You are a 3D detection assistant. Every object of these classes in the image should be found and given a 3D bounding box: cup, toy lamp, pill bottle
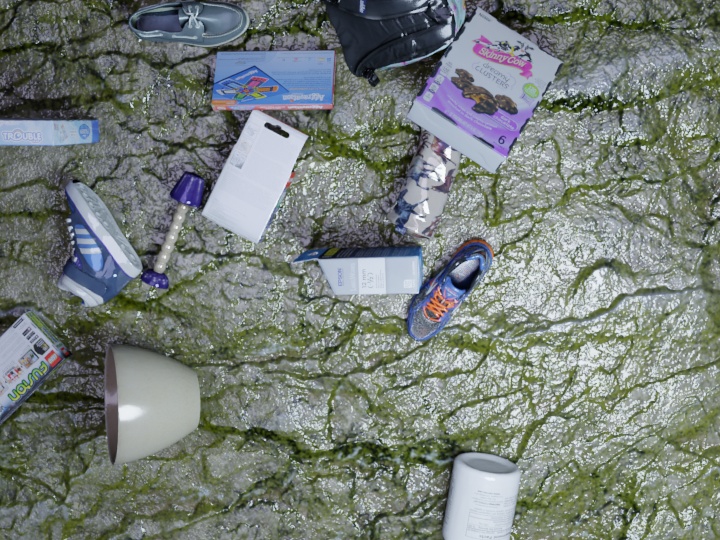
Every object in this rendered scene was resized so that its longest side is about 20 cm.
[{"bbox_3d":[-0.349,0.222,1.729,0.142,0.200,0.201,0,99,-20],"label":"cup"},{"bbox_3d":[-0.315,-0.069,1.738,0.058,0.058,0.201,22,99,3],"label":"toy lamp"},{"bbox_3d":[0.197,0.417,1.722,0.114,0.114,0.201,10,99,4],"label":"pill bottle"}]

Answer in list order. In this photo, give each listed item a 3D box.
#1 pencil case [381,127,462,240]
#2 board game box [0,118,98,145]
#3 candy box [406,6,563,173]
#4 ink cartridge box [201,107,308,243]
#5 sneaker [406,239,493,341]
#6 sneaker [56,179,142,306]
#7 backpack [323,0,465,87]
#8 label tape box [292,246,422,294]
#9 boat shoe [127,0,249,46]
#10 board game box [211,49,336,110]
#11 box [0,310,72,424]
[{"bbox_3d":[0.108,-0.153,1.672,0.089,0.078,0.201,18,100,-12],"label":"pencil case"},{"bbox_3d":[-0.555,-0.226,1.669,0.199,0.199,0.044,1,98,6],"label":"board game box"},{"bbox_3d":[0.195,-0.283,1.607,0.167,0.072,0.200,32,71,1],"label":"candy box"},{"bbox_3d":[-0.172,-0.158,1.715,0.109,0.050,0.201,28,99,3],"label":"ink cartridge box"},{"bbox_3d":[0.142,0.033,1.693,0.075,0.078,0.200,35,100,1],"label":"sneaker"},{"bbox_3d":[-0.480,-0.035,1.747,0.146,0.081,0.200,-35,92,10],"label":"sneaker"},{"bbox_3d":[0.062,-0.399,1.602,0.199,0.127,0.167,-10,126,26],"label":"backpack"},{"bbox_3d":[0.000,0.000,1.670,0.199,0.143,0.067,-3,97,6],"label":"label tape box"},{"bbox_3d":[-0.284,-0.406,1.685,0.199,0.062,0.073,0,98,6],"label":"boat shoe"},{"bbox_3d":[-0.141,-0.312,1.683,0.199,0.019,0.104,1,69,6],"label":"board game box"},{"bbox_3d":[-0.618,0.178,1.814,0.200,0.035,0.110,-42,92,10],"label":"box"}]
